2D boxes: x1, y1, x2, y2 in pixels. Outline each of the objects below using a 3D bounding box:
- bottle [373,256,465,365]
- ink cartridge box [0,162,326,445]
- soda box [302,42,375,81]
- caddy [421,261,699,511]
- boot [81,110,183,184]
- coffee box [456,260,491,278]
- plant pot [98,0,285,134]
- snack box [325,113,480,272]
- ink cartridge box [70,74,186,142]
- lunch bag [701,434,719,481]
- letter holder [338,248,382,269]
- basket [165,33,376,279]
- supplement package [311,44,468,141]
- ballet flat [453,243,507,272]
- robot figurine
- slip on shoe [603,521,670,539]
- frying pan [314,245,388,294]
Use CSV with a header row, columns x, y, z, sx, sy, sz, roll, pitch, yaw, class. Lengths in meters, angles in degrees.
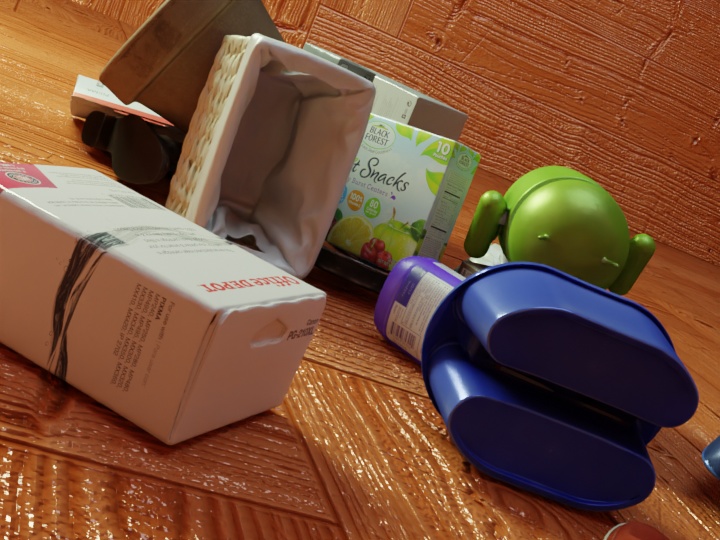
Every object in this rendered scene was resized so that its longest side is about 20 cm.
x,y,z,sx,sy,sz,roll,pitch,yaw,class
0.098,0.061,0.901,0.065,0.085,0.199,11,16,-48,bottle
-0.141,0.012,0.648,0.198,0.085,0.144,27,12,19,ink cartridge box
-0.060,-0.147,1.218,0.063,0.202,0.068,12,15,-47,soda box
0.140,0.080,0.769,0.197,0.143,0.105,22,17,-10,caddy
-0.185,-0.114,1.184,0.198,0.065,0.186,20,10,-41,boot
0.180,0.073,1.021,0.113,0.081,0.199,13,16,-45,coffee box
-0.145,-0.208,1.128,0.175,0.200,0.200,46,7,-12,plant pot
0.016,-0.085,1.118,0.199,0.144,0.053,25,4,42,snack box
-0.256,-0.190,1.259,0.160,0.058,0.200,15,-6,-15,ink cartridge box
0.367,0.161,0.886,0.136,0.133,0.199,45,18,21,lunch bag
0.007,-0.103,1.300,0.100,0.144,0.200,13,15,-39,letter holder
-0.093,-0.113,1.025,0.134,0.203,0.123,17,8,-30,basket
0.005,-0.174,1.489,0.199,0.194,0.146,31,13,31,supplement package
0.167,-0.001,1.354,0.072,0.074,0.199,29,13,24,ballet flat
0.193,-0.037,1.040,0.173,0.117,0.200,17,12,-3,robot figurine
0.169,0.179,0.585,0.073,0.062,0.200,23,10,6,slip on shoe
-0.015,-0.007,1.110,0.114,0.031,0.190,24,0,-16,frying pan
